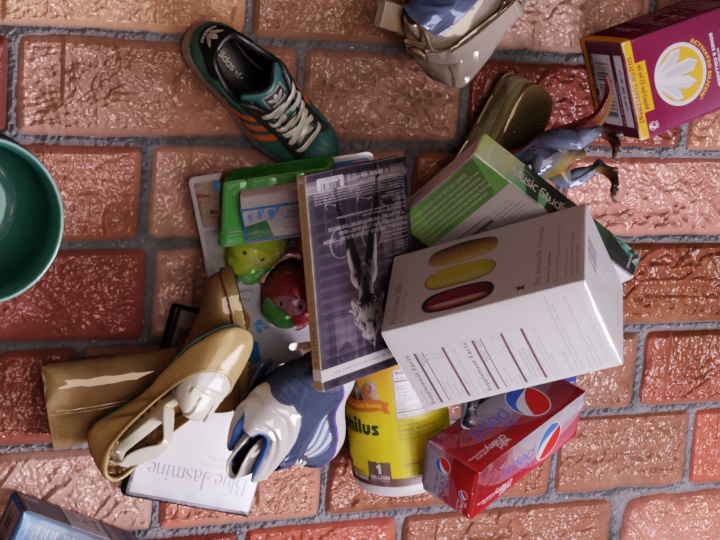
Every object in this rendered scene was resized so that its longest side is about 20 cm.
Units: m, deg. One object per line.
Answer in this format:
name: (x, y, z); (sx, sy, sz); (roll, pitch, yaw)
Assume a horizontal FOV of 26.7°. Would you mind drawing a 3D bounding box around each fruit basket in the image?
fruit basket: (-0.064, -0.006, 1.482); (0.183, 0.094, 0.202); (-7, 99, 5)

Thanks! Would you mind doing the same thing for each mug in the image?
mug: (-0.365, -0.059, 1.353); (0.184, 0.114, 0.153); (22, 92, -26)

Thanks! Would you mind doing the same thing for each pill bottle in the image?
pill bottle: (0.036, 0.124, 1.575); (0.108, 0.109, 0.202); (-12, 106, -21)

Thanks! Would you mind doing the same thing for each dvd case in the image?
dvd case: (0.000, 0.000, 1.437); (0.148, 0.016, 0.202); (-16, 105, -49)
dvd case: (-0.152, 0.144, 1.546); (0.142, 0.018, 0.202); (14, 95, -27)

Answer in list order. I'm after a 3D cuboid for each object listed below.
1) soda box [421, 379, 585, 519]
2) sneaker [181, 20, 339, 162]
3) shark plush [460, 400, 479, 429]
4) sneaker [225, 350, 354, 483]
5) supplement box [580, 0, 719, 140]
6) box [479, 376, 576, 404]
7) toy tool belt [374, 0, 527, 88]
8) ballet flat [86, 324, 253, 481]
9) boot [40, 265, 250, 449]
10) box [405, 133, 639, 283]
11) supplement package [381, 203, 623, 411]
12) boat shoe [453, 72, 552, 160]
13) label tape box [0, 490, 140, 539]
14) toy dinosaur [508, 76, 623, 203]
soda box: (0.150, 0.174, 1.568); (0.199, 0.070, 0.064); (-29, 137, -43)
sneaker: (-0.089, -0.162, 1.472); (0.200, 0.080, 0.072); (41, 83, -26)
shark plush: (0.119, 0.066, 1.557); (0.090, 0.201, 0.084); (-10, 148, -7)
sneaker: (-0.085, 0.164, 1.489); (0.146, 0.201, 0.081); (-36, 70, -30)
supplement box: (0.353, -0.228, 1.653); (0.199, 0.086, 0.111); (-22, 109, -19)
box: (0.183, 0.109, 1.659); (0.120, 0.032, 0.202); (-9, 124, -22)
toy tool belt: (0.104, -0.292, 1.510); (0.123, 0.125, 0.201); (40, 83, -34)
ballet flat: (-0.171, 0.130, 1.410); (0.200, 0.063, 0.068); (-38, 136, 19)
boot: (-0.205, 0.087, 1.444); (0.198, 0.066, 0.177); (-8, 123, -10)
box: (0.152, -0.032, 1.479); (0.199, 0.144, 0.037); (36, 51, -14)
supplement package: (0.134, 0.036, 1.413); (0.198, 0.114, 0.110); (-16, 126, 21)
boat shoe: (0.128, -0.113, 1.601); (0.073, 0.063, 0.202); (22, 99, -39)
label tape box: (-0.280, 0.324, 1.502); (0.199, 0.063, 0.145); (26, 90, -27)
toy dinosaur: (0.177, -0.102, 1.568); (0.179, 0.201, 0.106); (0, 133, 3)
